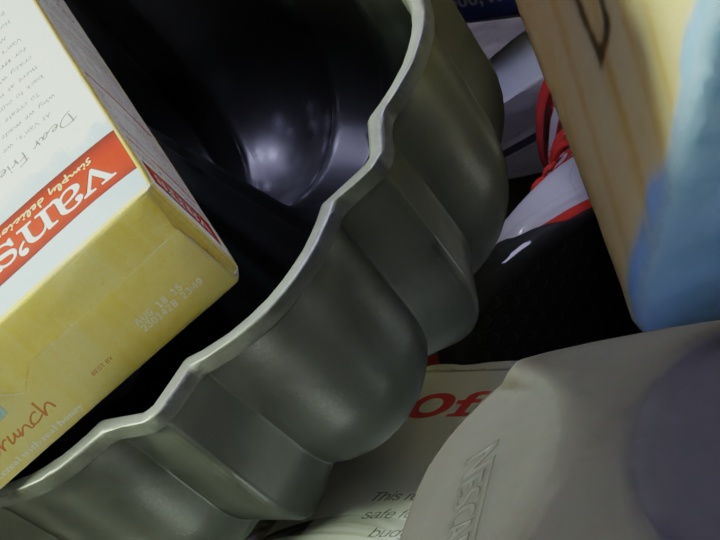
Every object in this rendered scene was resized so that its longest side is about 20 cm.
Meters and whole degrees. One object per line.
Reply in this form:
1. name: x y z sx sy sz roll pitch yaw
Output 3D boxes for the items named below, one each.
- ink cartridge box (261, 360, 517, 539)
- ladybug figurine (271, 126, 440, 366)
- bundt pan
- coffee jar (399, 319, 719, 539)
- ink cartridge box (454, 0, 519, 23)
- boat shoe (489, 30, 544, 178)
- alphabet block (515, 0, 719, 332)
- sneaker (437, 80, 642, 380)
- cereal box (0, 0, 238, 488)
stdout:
1. ink cartridge box: 0.035 0.107 0.697 0.145 0.084 0.200 -3 29 34
2. ladybug figurine: 0.000 0.000 0.907 0.072 0.136 0.200 12 17 -1
3. bundt pan: -0.044 -0.003 0.762 0.202 0.076 0.202 -28 37 23
4. coffee jar: 0.069 0.113 0.517 0.085 0.200 0.104 -12 26 17
5. ink cartridge box: 0.119 -0.120 1.080 0.199 0.041 0.200 -7 5 27
6. boat shoe: 0.096 -0.061 1.020 0.200 0.066 0.072 -28 18 42
7. alphabet block: 0.148 -0.122 0.776 0.195 0.197 0.200 -4 47 -15
8. sneaker: 0.075 -0.018 0.873 0.201 0.067 0.108 -32 26 -30
9. cereal box: -0.121 -0.008 0.745 0.144 0.040 0.200 -41 36 5
